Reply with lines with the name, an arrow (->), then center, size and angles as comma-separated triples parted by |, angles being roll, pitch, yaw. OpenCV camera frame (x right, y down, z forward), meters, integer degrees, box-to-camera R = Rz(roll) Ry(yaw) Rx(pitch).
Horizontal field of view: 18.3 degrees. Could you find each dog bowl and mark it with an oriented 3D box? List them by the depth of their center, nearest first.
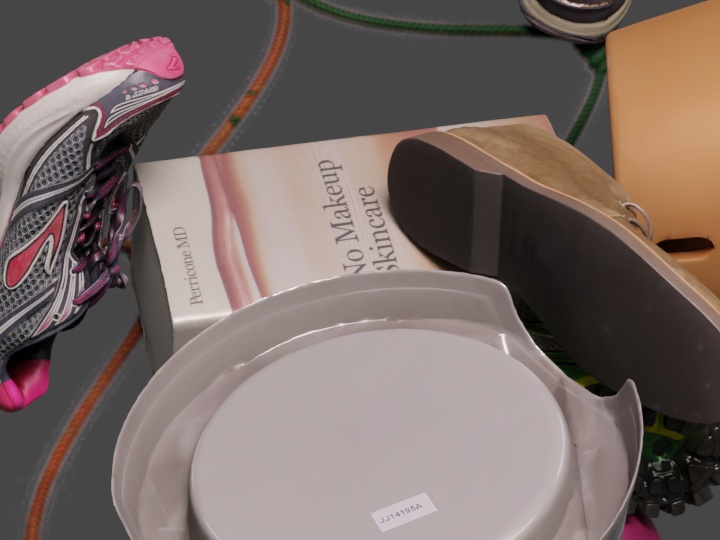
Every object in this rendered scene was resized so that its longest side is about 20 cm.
dog bowl -> 0.009, 0.084, 0.844 | 0.200, 0.059, 0.200 | -6, 39, 5

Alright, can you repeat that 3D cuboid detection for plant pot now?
plant pot -> 0.188, -0.047, 1.047 | 0.140, 0.200, 0.200 | -5, 63, 7

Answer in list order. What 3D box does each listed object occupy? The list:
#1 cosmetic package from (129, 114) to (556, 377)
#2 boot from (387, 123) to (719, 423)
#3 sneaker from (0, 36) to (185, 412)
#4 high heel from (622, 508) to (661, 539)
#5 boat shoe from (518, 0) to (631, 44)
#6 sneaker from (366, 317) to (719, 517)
cosmetic package -> 0.000, 0.000, 1.028 | 0.200, 0.087, 0.103 | -9, 52, -13
boot -> 0.103, -0.010, 0.939 | 0.075, 0.074, 0.200 | -19, 42, -35
sneaker -> -0.129, -0.023, 0.984 | 0.075, 0.200, 0.081 | 45, 34, 11
high heel -> 0.033, 0.110, 0.977 | 0.200, 0.096, 0.068 | 1, 99, -10
boat shoe -> 0.135, -0.214, 1.175 | 0.074, 0.073, 0.200 | 13, 62, -3
sneaker -> 0.060, 0.057, 0.977 | 0.200, 0.078, 0.085 | 13, 17, -11
